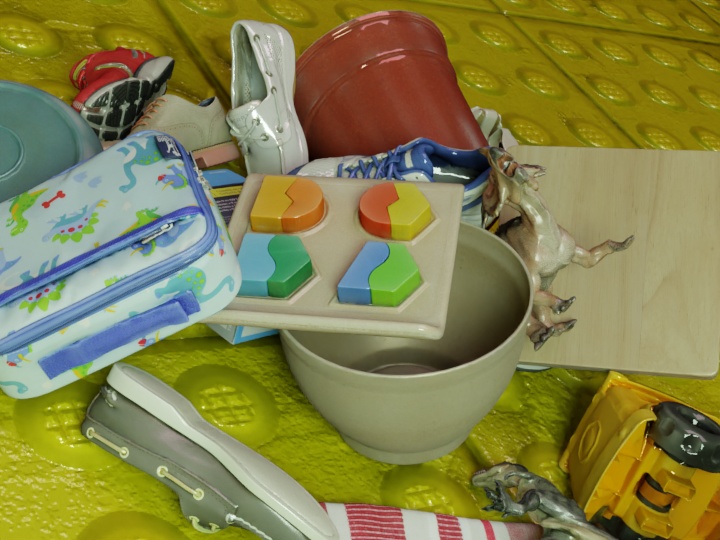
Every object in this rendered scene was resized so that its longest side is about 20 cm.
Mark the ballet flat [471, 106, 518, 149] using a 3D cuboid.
[{"bbox_3d":[0.153,-0.150,1.415,0.073,0.073,0.201,7,37,-28],"label":"ballet flat"}]

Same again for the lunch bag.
[{"bbox_3d":[-0.193,-0.005,0.860,0.199,0.083,0.161,-25,46,-2],"label":"lunch bag"}]

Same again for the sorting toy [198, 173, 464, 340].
[{"bbox_3d":[-0.018,-0.022,0.913,0.183,0.037,0.201,3,38,9],"label":"sorting toy"}]

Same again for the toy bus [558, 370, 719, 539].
[{"bbox_3d":[0.272,0.172,1.013,0.199,0.136,0.192,22,16,-10],"label":"toy bus"}]

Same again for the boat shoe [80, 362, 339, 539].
[{"bbox_3d":[-0.106,0.144,0.825,0.201,0.060,0.072,35,2,11],"label":"boat shoe"}]

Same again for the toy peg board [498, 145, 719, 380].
[{"bbox_3d":[0.229,-0.001,1.084,0.197,0.202,0.098,3,-14,16],"label":"toy peg board"}]

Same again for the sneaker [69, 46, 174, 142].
[{"bbox_3d":[-0.252,-0.175,1.166,0.084,0.077,0.200,21,22,1],"label":"sneaker"}]

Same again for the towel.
[{"bbox_3d":[0.069,0.232,0.863,0.199,0.023,0.145,12,35,-22],"label":"towel"}]

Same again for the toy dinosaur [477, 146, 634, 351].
[{"bbox_3d":[0.132,-0.014,0.991,0.135,0.201,0.086,42,46,18],"label":"toy dinosaur"}]

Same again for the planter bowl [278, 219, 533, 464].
[{"bbox_3d":[0.033,0.066,0.935,0.198,0.136,0.201,-2,37,1],"label":"planter bowl"}]

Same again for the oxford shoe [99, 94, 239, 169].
[{"bbox_3d":[-0.194,-0.123,1.103,0.070,0.074,0.200,-9,6,31],"label":"oxford shoe"}]

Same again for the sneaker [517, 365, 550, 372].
[{"bbox_3d":[0.205,0.035,1.148,0.199,0.116,0.076,4,39,-31],"label":"sneaker"}]

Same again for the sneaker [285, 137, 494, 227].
[{"bbox_3d":[0.029,-0.084,1.029,0.198,0.088,0.076,-2,59,-7],"label":"sneaker"}]

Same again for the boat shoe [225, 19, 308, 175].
[{"bbox_3d":[-0.101,-0.146,1.151,0.069,0.070,0.202,4,74,-50],"label":"boat shoe"}]

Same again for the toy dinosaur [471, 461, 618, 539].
[{"bbox_3d":[0.144,0.193,0.894,0.088,0.048,0.200,3,22,-43],"label":"toy dinosaur"}]

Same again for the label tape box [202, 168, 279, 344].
[{"bbox_3d":[-0.114,-0.019,1.035,0.199,0.067,0.143,30,29,36],"label":"label tape box"}]

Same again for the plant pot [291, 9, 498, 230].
[{"bbox_3d":[0.041,-0.121,1.194,0.200,0.201,0.196,-2,49,-37],"label":"plant pot"}]

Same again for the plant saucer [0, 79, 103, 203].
[{"bbox_3d":[-0.309,-0.090,0.973,0.198,0.028,0.201,6,53,-8],"label":"plant saucer"}]
